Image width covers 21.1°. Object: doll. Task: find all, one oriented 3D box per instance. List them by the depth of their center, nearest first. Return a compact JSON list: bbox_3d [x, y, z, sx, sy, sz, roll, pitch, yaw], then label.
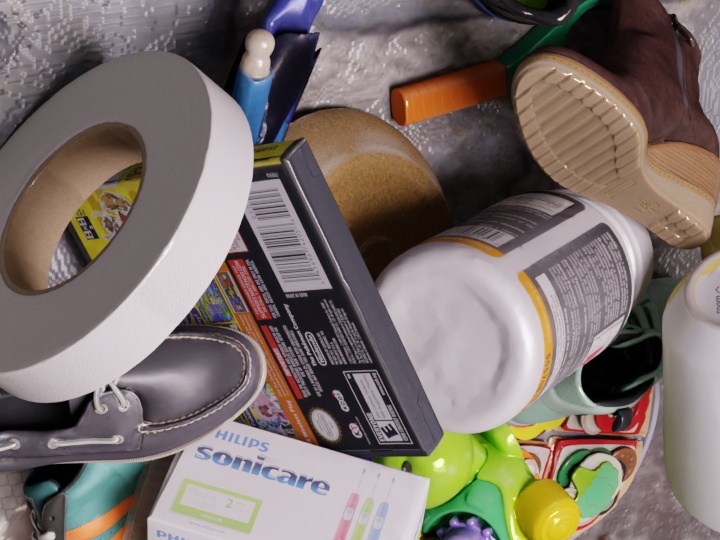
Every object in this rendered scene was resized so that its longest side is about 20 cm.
[{"bbox_3d":[-0.048,-0.118,1.110,0.048,0.136,0.200,24,86,3],"label":"doll"}]

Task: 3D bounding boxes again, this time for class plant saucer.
[{"bbox_3d":[0.000,0.000,1.197,0.200,0.035,0.201,-4,95,-44],"label":"plant saucer"}]

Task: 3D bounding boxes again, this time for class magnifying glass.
[{"bbox_3d":[0.108,-0.132,1.266,0.200,0.022,0.080,-20,120,-28],"label":"magnifying glass"}]

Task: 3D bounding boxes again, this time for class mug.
[{"bbox_3d":[0.243,0.058,1.220,0.149,0.186,0.153,-36,132,-19],"label":"mug"}]

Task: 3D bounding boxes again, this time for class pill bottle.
[{"bbox_3d":[0.098,0.015,1.180,0.200,0.116,0.117,-27,128,-55],"label":"pill bottle"}]

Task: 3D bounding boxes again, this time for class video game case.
[{"bbox_3d":[-0.065,0.023,1.104,0.026,0.180,0.200,-50,124,-43],"label":"video game case"}]

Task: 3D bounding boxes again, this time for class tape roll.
[{"bbox_3d":[-0.143,-0.025,1.029,0.037,0.203,0.203,38,87,-38],"label":"tape roll"}]

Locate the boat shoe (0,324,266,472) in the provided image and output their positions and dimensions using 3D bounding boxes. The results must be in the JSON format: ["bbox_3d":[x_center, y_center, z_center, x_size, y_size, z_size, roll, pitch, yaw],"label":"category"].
[{"bbox_3d":[-0.150,0.073,1.067,0.199,0.063,0.073,-12,83,-2],"label":"boat shoe"}]

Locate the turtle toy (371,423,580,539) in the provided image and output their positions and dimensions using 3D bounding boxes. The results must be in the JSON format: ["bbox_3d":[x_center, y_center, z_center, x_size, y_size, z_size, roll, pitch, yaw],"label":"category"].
[{"bbox_3d":[0.067,0.154,1.249,0.101,0.146,0.200,-31,131,-14],"label":"turtle toy"}]

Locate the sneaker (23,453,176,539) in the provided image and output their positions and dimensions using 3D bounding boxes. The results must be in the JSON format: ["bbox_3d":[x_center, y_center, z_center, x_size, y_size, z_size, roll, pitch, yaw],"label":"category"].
[{"bbox_3d":[-0.168,0.153,1.137,0.080,0.071,0.201,13,94,-27],"label":"sneaker"}]

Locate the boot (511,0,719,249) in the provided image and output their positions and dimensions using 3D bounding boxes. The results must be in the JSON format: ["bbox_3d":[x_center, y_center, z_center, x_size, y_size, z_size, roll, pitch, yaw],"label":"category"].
[{"bbox_3d":[0.159,-0.121,1.215,0.072,0.167,0.200,-24,136,31],"label":"boot"}]

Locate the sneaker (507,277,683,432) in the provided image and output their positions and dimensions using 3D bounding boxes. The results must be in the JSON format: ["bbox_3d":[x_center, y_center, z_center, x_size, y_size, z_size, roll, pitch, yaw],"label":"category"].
[{"bbox_3d":[0.193,0.056,1.315,0.200,0.118,0.074,-24,98,-32],"label":"sneaker"}]

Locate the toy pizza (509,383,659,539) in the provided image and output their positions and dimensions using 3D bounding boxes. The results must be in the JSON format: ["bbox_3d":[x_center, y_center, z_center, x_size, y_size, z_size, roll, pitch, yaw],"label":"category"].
[{"bbox_3d":[0.141,0.120,1.389,0.200,0.032,0.201,-14,117,-29],"label":"toy pizza"}]

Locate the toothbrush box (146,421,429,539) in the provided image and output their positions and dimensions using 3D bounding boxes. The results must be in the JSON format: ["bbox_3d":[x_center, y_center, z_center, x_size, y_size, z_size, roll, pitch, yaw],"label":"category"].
[{"bbox_3d":[-0.047,0.192,1.162,0.200,0.145,0.086,98,11,-48],"label":"toothbrush box"}]

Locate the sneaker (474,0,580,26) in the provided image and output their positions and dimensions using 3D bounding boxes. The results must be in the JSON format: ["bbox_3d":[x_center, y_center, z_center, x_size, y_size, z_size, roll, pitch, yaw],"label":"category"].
[{"bbox_3d":[0.069,-0.214,1.160,0.200,0.083,0.071,40,84,-39],"label":"sneaker"}]

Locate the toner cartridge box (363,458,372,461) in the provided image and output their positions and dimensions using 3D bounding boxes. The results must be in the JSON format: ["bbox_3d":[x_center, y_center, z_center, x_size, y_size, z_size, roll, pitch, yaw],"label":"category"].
[{"bbox_3d":[-0.016,0.149,1.277,0.095,0.043,0.201,-20,121,-40],"label":"toner cartridge box"}]

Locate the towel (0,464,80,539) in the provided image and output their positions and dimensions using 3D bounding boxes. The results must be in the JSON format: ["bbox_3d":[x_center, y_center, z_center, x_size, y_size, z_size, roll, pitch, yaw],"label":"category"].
[{"bbox_3d":[-0.178,0.143,1.188,0.191,0.032,0.200,38,88,-39],"label":"towel"}]
